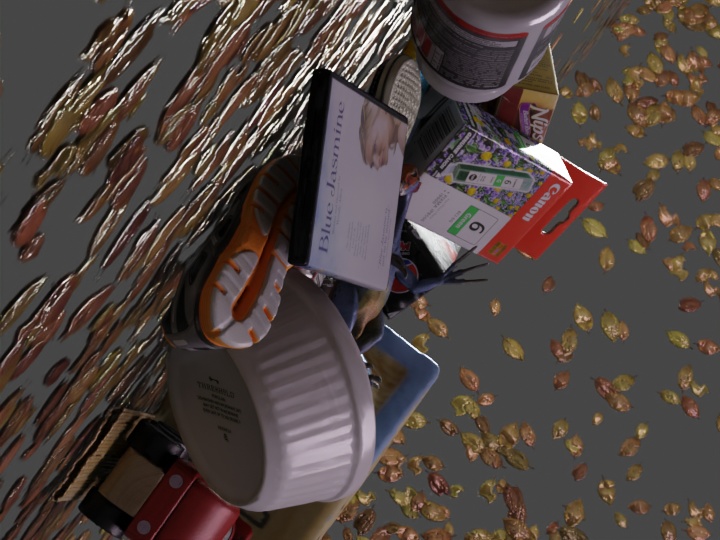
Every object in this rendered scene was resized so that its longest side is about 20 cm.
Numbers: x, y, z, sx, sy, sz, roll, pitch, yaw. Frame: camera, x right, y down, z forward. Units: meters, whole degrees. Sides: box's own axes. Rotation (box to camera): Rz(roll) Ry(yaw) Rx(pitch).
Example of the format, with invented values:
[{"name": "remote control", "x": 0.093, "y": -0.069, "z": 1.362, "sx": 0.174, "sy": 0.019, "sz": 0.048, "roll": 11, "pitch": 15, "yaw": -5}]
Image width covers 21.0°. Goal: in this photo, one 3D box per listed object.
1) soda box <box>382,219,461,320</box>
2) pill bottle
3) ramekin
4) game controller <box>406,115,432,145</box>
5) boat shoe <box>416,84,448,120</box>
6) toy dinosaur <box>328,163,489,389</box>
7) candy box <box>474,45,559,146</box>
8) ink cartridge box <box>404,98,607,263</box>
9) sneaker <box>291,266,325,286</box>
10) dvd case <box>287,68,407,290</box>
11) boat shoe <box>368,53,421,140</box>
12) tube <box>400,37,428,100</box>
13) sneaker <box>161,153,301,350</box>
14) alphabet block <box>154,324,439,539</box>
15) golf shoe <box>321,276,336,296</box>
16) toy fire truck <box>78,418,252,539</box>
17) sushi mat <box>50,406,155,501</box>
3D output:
[{"name": "soda box", "x": 0.045, "y": -0.015, "z": 1.814, "sx": 0.071, "sy": 0.063, "sz": 0.200, "roll": -36, "pitch": -176, "yaw": 12}, {"name": "pill bottle", "x": 0.100, "y": -0.208, "z": 1.536, "sx": 0.116, "sy": 0.116, "sz": 0.200, "roll": -52, "pitch": 175, "yaw": -15}, {"name": "ramekin", "x": -0.080, "y": 0.104, "z": 1.590, "sx": 0.094, "sy": 0.203, "sz": 0.203, "roll": -19, "pitch": 156, "yaw": -30}, {"name": "game controller", "x": 0.040, "y": -0.108, "z": 1.850, "sx": 0.104, "sy": 0.042, "sz": 0.200, "roll": -32, "pitch": -157, "yaw": 41}, {"name": "boat shoe", "x": 0.088, "y": -0.173, "z": 1.752, "sx": 0.200, "sy": 0.056, "sz": 0.069, "roll": 154, "pitch": -48, "yaw": -71}, {"name": "toy dinosaur", "x": 0.000, "y": 0.000, "z": 1.655, "sx": 0.105, "sy": 0.199, "sz": 0.182, "roll": 39, "pitch": 52, "yaw": -60}, {"name": "candy box", "x": 0.136, "y": -0.179, "z": 1.829, "sx": 0.200, "sy": 0.056, "sz": 0.117, "roll": -91, "pitch": -166, "yaw": -51}, {"name": "ink cartridge box", "x": 0.127, "y": -0.068, "z": 1.750, "sx": 0.109, "sy": 0.200, "sz": 0.050, "roll": -48, "pitch": -144, "yaw": 24}, {"name": "sneaker", "x": -0.033, "y": -0.023, "z": 1.626, "sx": 0.082, "sy": 0.078, "sz": 0.200, "roll": -12, "pitch": 151, "yaw": -33}, {"name": "dvd case", "x": -0.006, "y": -0.064, "z": 1.476, "sx": 0.200, "sy": 0.017, "sz": 0.143, "roll": 18, "pitch": 79, "yaw": -71}, {"name": "boat shoe", "x": 0.001, "y": -0.105, "z": 1.652, "sx": 0.075, "sy": 0.062, "sz": 0.200, "roll": -44, "pitch": 160, "yaw": -42}, {"name": "tube", "x": 0.038, "y": -0.161, "z": 1.716, "sx": 0.200, "sy": 0.050, "sz": 0.077, "roll": -61, "pitch": -177, "yaw": 24}, {"name": "sneaker", "x": -0.086, "y": -0.015, "z": 1.447, "sx": 0.077, "sy": 0.078, "sz": 0.200, "roll": -19, "pitch": -154, "yaw": 40}, {"name": "alphabet block", "x": -0.076, "y": 0.144, "z": 1.863, "sx": 0.195, "sy": 0.196, "sz": 0.200, "roll": -47, "pitch": 172, "yaw": -41}, {"name": "golf shoe", "x": -0.048, "y": 0.010, "z": 1.753, "sx": 0.200, "sy": 0.094, "sz": 0.078, "roll": -52, "pitch": -178, "yaw": -15}, {"name": "toy fire truck", "x": -0.141, "y": 0.240, "z": 1.704, "sx": 0.129, "sy": 0.200, "sz": 0.176, "roll": -55, "pitch": 176, "yaw": -4}, {"name": "sushi mat", "x": -0.218, "y": 0.157, "z": 1.658, "sx": 0.096, "sy": 0.012, "sz": 0.200, "roll": -55, "pitch": 176, "yaw": -5}]
